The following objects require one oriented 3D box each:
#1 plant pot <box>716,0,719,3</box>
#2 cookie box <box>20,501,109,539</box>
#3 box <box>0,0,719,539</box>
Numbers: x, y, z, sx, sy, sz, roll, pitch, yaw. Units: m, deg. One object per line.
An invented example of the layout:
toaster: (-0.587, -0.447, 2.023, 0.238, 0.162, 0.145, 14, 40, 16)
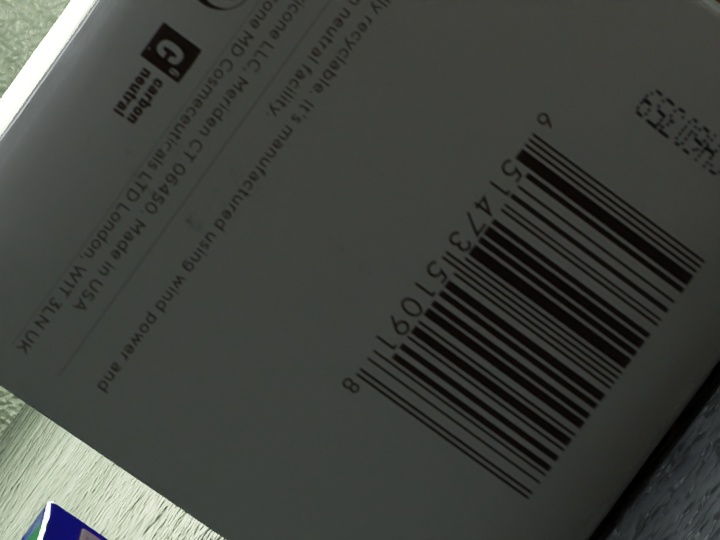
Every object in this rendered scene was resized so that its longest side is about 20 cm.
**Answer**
plant pot: (0.130, -0.081, 0.438, 0.200, 0.200, 0.184, -50, 24, 29)
cookie box: (-0.173, 0.224, 1.306, 0.200, 0.075, 0.171, -54, 9, 11)
box: (0.003, -0.024, 0.839, 0.199, 0.200, 0.131, -54, 8, 4)
